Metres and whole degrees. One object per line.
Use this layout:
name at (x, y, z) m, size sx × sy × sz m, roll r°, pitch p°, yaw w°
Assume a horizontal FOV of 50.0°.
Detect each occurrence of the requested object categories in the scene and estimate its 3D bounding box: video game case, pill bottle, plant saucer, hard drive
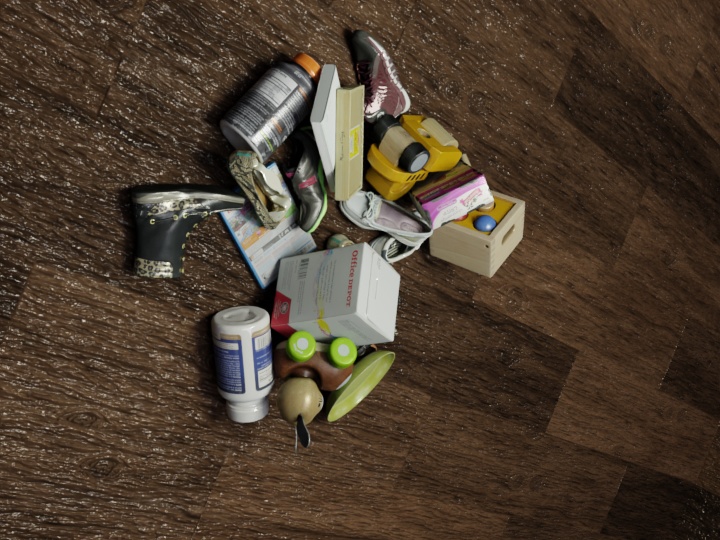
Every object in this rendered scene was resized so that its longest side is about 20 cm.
video game case at (-0.179, -0.085, 1.482) m, size 0.143 × 0.018 × 0.202 m, roll -39°, pitch 124°, yaw -21°
pill bottle at (-0.221, 0.179, 1.470) m, size 0.110 × 0.110 × 0.203 m, roll -14°, pitch 112°, yaw -33°
pill bottle at (-0.150, -0.296, 1.382) m, size 0.200 × 0.106 × 0.107 m, roll -49°, pitch 127°, yaw -14°
plant saucer at (-0.007, 0.239, 1.648) m, size 0.200 × 0.031 × 0.201 m, roll -41°, pitch 161°, yaw -18°
hard drive at (-0.052, -0.259, 1.427) m, size 0.201 × 0.026 × 0.134 m, roll 76°, pitch 22°, yaw -59°

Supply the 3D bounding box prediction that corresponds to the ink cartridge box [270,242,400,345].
ink cartridge box at (-0.044, 0.055, 1.471) m, size 0.144 × 0.198 × 0.147 m, roll 39°, pitch 50°, yaw -47°

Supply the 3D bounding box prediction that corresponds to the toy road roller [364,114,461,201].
toy road roller at (0.095, -0.227, 1.581) m, size 0.199 × 0.123 × 0.147 m, roll -14°, pitch 145°, yaw -47°

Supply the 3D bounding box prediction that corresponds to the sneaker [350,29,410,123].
sneaker at (0.016, -0.359, 1.511) m, size 0.116 × 0.075 × 0.201 m, roll -47°, pitch 127°, yaw -12°

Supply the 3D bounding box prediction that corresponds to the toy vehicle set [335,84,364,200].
toy vehicle set at (-0.020, -0.244, 1.458) m, size 0.124 × 0.026 × 0.203 m, roll -53°, pitch 147°, yaw -70°

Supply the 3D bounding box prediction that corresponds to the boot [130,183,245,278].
boot at (-0.306, -0.070, 1.358) m, size 0.201 × 0.073 × 0.156 m, roll -3°, pitch 108°, yaw -32°

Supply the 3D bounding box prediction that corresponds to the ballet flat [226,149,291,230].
ballet flat at (-0.167, -0.138, 1.381) m, size 0.201 × 0.074 × 0.069 m, roll 62°, pitch 41°, yaw -49°

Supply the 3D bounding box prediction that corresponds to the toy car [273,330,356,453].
toy car at (-0.096, 0.238, 1.458) m, size 0.155 × 0.164 × 0.203 m, roll 10°, pitch 67°, yaw -12°

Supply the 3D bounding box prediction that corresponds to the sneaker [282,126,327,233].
sneaker at (-0.111, -0.173, 1.477) m, size 0.083 × 0.076 × 0.203 m, roll -3°, pitch 94°, yaw -30°

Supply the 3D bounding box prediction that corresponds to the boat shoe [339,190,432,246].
boat shoe at (0.053, -0.113, 1.582) m, size 0.200 × 0.065 × 0.075 m, roll 27°, pitch 69°, yaw -13°

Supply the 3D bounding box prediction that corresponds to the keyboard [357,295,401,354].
keyboard at (-0.002, 0.106, 1.588) m, size 0.199 × 0.021 × 0.128 m, roll -33°, pitch 85°, yaw -6°

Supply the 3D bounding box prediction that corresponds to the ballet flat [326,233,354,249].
ballet flat at (0.000, 0.000, 1.615) m, size 0.200 × 0.062 × 0.068 m, roll 43°, pitch 77°, yaw -38°

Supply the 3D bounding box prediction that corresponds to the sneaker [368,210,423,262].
sneaker at (0.106, -0.067, 1.668) m, size 0.199 × 0.070 × 0.074 m, roll -35°, pitch 122°, yaw -26°

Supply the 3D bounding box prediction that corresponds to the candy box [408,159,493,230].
candy box at (0.177, -0.157, 1.572) m, size 0.135 × 0.200 × 0.062 m, roll -26°, pitch 108°, yaw 2°

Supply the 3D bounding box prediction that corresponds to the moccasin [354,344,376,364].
moccasin at (-0.055, 0.188, 1.620) m, size 0.199 × 0.077 × 0.075 m, roll -10°, pitch 112°, yaw -34°

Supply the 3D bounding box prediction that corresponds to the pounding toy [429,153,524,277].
pounding toy at (0.253, -0.125, 1.691) m, size 0.200 × 0.182 × 0.144 m, roll -45°, pitch 144°, yaw -35°
